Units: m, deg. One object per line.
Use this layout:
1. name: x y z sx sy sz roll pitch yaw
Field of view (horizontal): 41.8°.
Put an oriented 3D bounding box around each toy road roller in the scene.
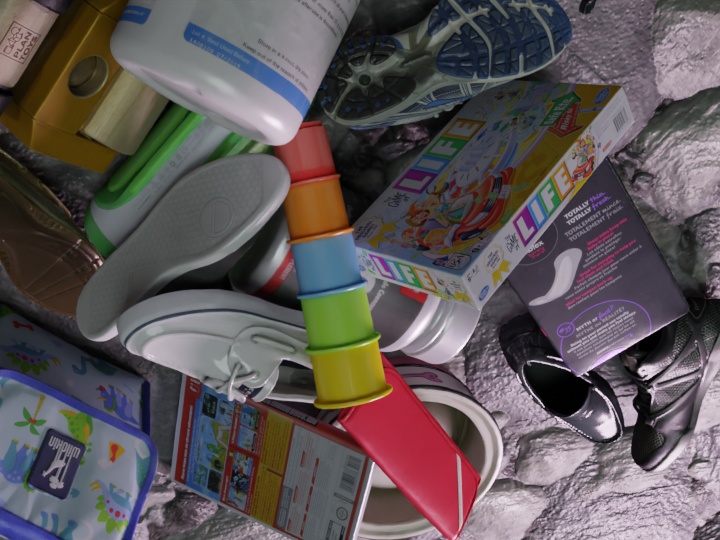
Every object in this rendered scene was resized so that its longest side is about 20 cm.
1. toy road roller: -0.227 -0.167 0.643 0.123 0.146 0.200 -54 155 8

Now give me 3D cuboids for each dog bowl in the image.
1. dog bowl: 0.037 0.173 0.940 0.198 0.074 0.202 -5 123 -8

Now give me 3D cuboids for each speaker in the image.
1. speaker: -0.125 -0.088 0.726 0.088 0.089 0.200 35 110 -29

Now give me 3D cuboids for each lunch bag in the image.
1. lunch bag: -0.267 0.146 0.780 0.169 0.201 0.127 34 112 -28

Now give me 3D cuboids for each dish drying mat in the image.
1. dish drying mat: 0.051 0.164 0.855 0.018 0.077 0.200 1 139 43

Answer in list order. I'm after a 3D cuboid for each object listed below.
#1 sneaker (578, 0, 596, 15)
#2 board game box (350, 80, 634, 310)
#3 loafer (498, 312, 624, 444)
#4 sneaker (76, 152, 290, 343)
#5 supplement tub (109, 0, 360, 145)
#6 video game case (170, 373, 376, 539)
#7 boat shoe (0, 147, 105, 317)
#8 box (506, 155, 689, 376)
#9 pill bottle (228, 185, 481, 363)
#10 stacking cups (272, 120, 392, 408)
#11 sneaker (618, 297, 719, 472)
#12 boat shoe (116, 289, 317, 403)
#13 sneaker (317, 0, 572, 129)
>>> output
1. sneaker: 0.142 -0.248 0.682 0.198 0.078 0.141 -18 124 0
2. board game box: 0.093 -0.066 0.704 0.200 0.134 0.034 -48 126 -21
3. loafer: 0.205 0.123 0.942 0.068 0.071 0.201 -32 124 22
4. sneaker: -0.111 -0.009 0.703 0.200 0.071 0.099 -38 150 18
5. supplement tub: -0.061 -0.195 0.599 0.131 0.132 0.201 28 88 -27
6. video game case: -0.086 0.184 0.891 0.198 0.017 0.144 22 122 14
7. boat shoe: -0.260 -0.039 0.741 0.074 0.067 0.200 -26 137 4
8. box: 0.180 -0.026 0.819 0.122 0.106 0.200 -32 124 11
9. pill bottle: 0.000 0.000 0.793 0.199 0.114 0.114 24 115 -25
10. stacking cups: -0.023 -0.006 0.683 0.060 0.061 0.202 -10 91 -5
11. sneaker: 0.294 0.114 0.958 0.113 0.076 0.201 7 118 -14
12. boat shoe: -0.081 0.063 0.695 0.199 0.066 0.074 9 140 -36
13. sneaker: 0.063 -0.160 0.727 0.198 0.085 0.078 -16 82 0
